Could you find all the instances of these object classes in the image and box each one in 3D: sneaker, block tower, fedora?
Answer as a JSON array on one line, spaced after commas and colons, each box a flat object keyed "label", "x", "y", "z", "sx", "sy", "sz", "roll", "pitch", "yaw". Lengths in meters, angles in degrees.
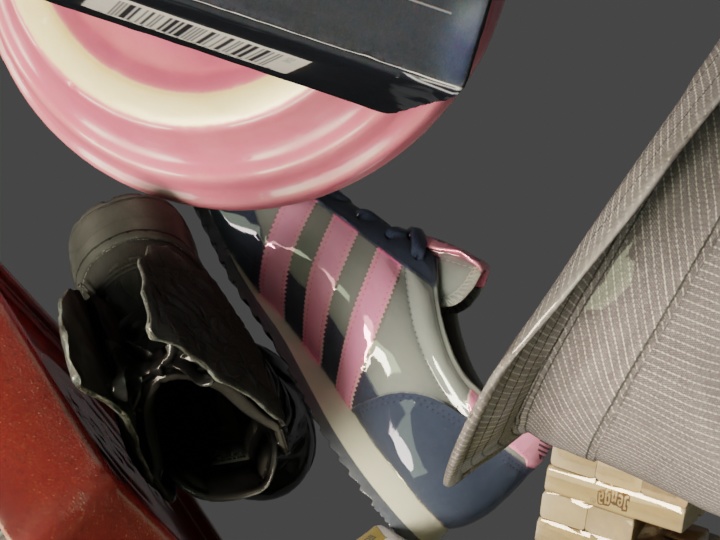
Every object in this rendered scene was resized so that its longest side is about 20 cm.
[{"label": "sneaker", "x": 0.000, "y": 0.000, "z": 0.862, "sx": 0.082, "sy": 0.070, "sz": 0.200, "roll": -33, "pitch": 83, "yaw": 6}, {"label": "block tower", "x": 0.096, "y": 0.085, "z": 0.829, "sx": 0.058, "sy": 0.054, "sz": 0.201, "roll": 17, "pitch": 112, "yaw": 25}, {"label": "fedora", "x": 0.116, "y": 0.003, "z": 0.686, "sx": 0.090, "sy": 0.200, "sz": 0.177, "roll": 32, "pitch": 155, "yaw": 9}, {"label": "sneaker", "x": -0.056, "y": 0.049, "z": 0.822, "sx": 0.060, "sy": 0.104, "sz": 0.200, "roll": -25, "pitch": 137, "yaw": 2}]

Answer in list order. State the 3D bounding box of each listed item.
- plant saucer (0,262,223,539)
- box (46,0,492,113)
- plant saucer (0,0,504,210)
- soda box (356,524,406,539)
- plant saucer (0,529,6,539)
[{"label": "plant saucer", "x": -0.097, "y": 0.070, "z": 0.842, "sx": 0.037, "sy": 0.200, "sz": 0.200, "roll": -38, "pitch": 49, "yaw": -2}, {"label": "box", "x": -0.020, "y": -0.165, "z": 0.704, "sx": 0.148, "sy": 0.107, "sz": 0.201, "roll": 17, "pitch": 87, "yaw": -11}, {"label": "plant saucer", "x": -0.047, "y": -0.122, "z": 0.812, "sx": 0.200, "sy": 0.051, "sz": 0.201, "roll": -1, "pitch": 88, "yaw": 18}, {"label": "soda box", "x": 0.023, "y": 0.192, "z": 0.846, "sx": 0.064, "sy": 0.068, "sz": 0.200, "roll": 26, "pitch": 141, "yaw": 44}, {"label": "plant saucer", "x": -0.147, "y": 0.193, "z": 0.942, "sx": 0.200, "sy": 0.050, "sz": 0.201, "roll": -19, "pitch": 67, "yaw": 51}]
